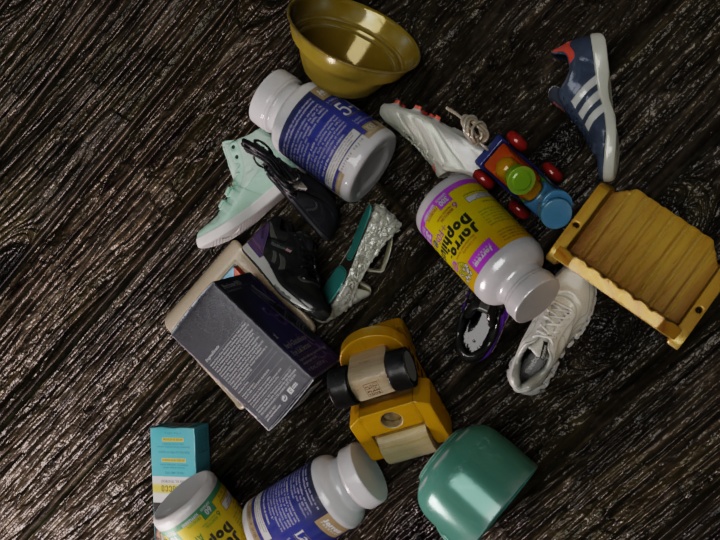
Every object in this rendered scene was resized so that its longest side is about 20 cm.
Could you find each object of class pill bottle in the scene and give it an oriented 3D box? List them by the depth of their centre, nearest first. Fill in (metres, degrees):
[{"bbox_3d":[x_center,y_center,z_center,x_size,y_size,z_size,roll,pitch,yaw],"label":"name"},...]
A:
[{"bbox_3d":[0.166,-0.027,1.182,0.104,0.104,0.200,-48,57,13],"label":"pill bottle"},{"bbox_3d":[-0.059,-0.200,1.317,0.199,0.120,0.120,36,101,14],"label":"pill bottle"},{"bbox_3d":[-0.065,0.341,1.328,0.199,0.116,0.116,-35,80,16],"label":"pill bottle"},{"bbox_3d":[-0.205,0.408,1.357,0.112,0.113,0.201,-33,103,16],"label":"pill bottle"}]

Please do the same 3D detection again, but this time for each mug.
[{"bbox_3d":[0.140,0.299,1.240,0.114,0.152,0.186,40,103,17],"label":"mug"}]

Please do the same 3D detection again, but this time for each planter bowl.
[{"bbox_3d":[-0.021,-0.302,1.291,0.200,0.200,0.084,36,129,15],"label":"planter bowl"}]

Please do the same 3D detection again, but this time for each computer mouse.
[{"bbox_3d":[-0.080,-0.113,1.297,0.053,0.200,0.139,-43,53,-2],"label":"computer mouse"}]

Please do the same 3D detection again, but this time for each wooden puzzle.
[{"bbox_3d":[-0.192,0.084,1.409,0.200,0.037,0.185,47,104,13],"label":"wooden puzzle"}]

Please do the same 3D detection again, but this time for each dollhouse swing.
[{"bbox_3d":[0.352,-0.021,1.128,0.199,0.176,0.182,37,84,15],"label":"dollhouse swing"}]

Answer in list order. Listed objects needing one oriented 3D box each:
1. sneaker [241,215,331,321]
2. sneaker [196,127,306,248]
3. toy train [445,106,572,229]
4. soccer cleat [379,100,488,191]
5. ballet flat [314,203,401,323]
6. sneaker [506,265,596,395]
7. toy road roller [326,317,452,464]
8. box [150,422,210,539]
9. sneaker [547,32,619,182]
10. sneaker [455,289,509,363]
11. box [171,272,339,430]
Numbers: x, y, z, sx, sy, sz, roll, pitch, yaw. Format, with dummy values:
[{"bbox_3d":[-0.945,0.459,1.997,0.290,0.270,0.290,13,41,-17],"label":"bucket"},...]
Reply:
[{"bbox_3d":[-0.095,-0.011,1.330,0.088,0.076,0.200,-50,53,5],"label":"sneaker"},{"bbox_3d":[-0.191,-0.129,1.385,0.200,0.074,0.119,-39,86,5],"label":"sneaker"},{"bbox_3d":[0.192,-0.135,1.196,0.199,0.116,0.085,37,103,-20],"label":"toy train"},{"bbox_3d":[0.108,-0.176,1.289,0.199,0.069,0.078,27,97,13],"label":"soccer cleat"},{"bbox_3d":[0.000,0.000,1.332,0.071,0.072,0.201,32,102,15],"label":"ballet flat"},{"bbox_3d":[0.260,0.082,1.236,0.075,0.081,0.202,27,97,18],"label":"sneaker"},{"bbox_3d":[0.044,0.162,1.304,0.122,0.147,0.201,-18,122,17],"label":"toy road roller"},{"bbox_3d":[-0.282,0.344,1.436,0.081,0.049,0.202,-3,90,19],"label":"box"},{"bbox_3d":[0.298,-0.213,1.224,0.084,0.075,0.202,-8,78,17],"label":"sneaker"},{"bbox_3d":[0.180,0.036,1.249,0.069,0.099,0.202,18,97,15],"label":"sneaker"},{"bbox_3d":[-0.147,0.110,1.307,0.200,0.148,0.104,43,104,6],"label":"box"}]
